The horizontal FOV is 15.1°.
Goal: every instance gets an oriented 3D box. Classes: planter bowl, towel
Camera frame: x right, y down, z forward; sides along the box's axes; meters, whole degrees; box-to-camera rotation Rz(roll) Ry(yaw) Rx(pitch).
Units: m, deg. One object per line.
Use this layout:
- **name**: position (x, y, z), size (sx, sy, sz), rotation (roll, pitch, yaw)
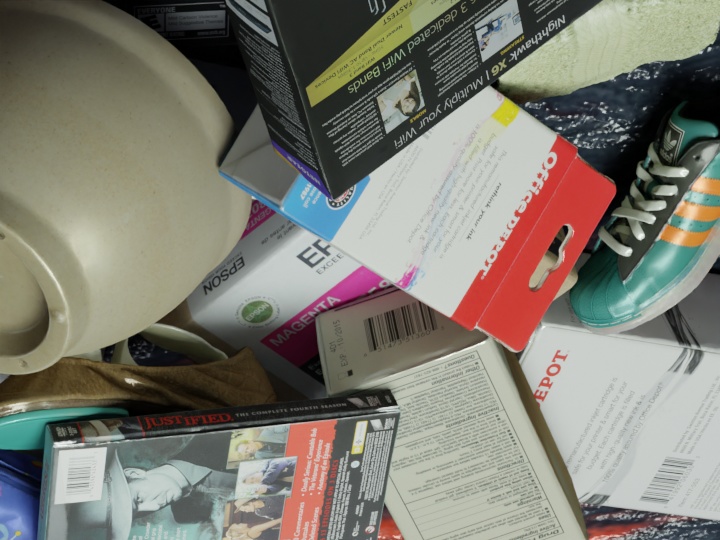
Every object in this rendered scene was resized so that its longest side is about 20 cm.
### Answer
- **planter bowl**: position (-0.175, -0.030, 1.437), size (0.200, 0.135, 0.201), rotation (17, 137, 17)
- **towel**: position (0.130, -0.127, 1.477), size (0.148, 0.037, 0.200), rotation (-17, 173, 1)

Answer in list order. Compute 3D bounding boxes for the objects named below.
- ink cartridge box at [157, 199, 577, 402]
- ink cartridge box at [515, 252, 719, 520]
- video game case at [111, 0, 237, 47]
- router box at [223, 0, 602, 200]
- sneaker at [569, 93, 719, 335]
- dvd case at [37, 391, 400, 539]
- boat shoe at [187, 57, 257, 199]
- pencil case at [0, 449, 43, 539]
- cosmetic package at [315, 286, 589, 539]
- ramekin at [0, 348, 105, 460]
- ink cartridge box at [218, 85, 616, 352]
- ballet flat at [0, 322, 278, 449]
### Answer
- **ink cartridge box**: position (0.000, 0.000, 1.610), size (0.200, 0.075, 0.165), rotation (-37, 131, 22)
- **ink cartridge box**: position (0.167, 0.073, 1.710), size (0.199, 0.086, 0.147), rotation (10, 130, -19)
- **video game case**: position (-0.034, -0.200, 1.446), size (0.199, 0.026, 0.181), rotation (-4, 134, -8)
- **router box**: position (0.032, -0.151, 1.306), size (0.200, 0.052, 0.157), rotation (-37, 142, -16)
- **sneaker**: position (0.188, -0.052, 1.597), size (0.200, 0.071, 0.080), rotation (-45, 124, 1)
- **dvd case**: position (-0.082, 0.136, 1.530), size (0.199, 0.022, 0.146), rotation (-6, 130, -18)
- **boat shoe**: position (-0.085, -0.072, 1.507), size (0.200, 0.074, 0.065), rotation (22, 133, 0)
- **pencil case**: position (-0.208, 0.134, 1.548), size (0.087, 0.078, 0.200), rotation (-22, 140, 40)
- **cosmetic package**: position (0.056, 0.099, 1.607), size (0.105, 0.071, 0.200), rotation (-19, 131, 7)
- **ramekin**: position (-0.243, 0.067, 1.599), size (0.200, 0.098, 0.201), rotation (-7, 134, -7)
- **ink cartridge box**: position (0.035, -0.049, 1.454), size (0.200, 0.067, 0.116), rotation (32, 88, -41)
- **ballet flat**: position (-0.135, 0.062, 1.528), size (0.200, 0.073, 0.068), rotation (2, 157, -33)
